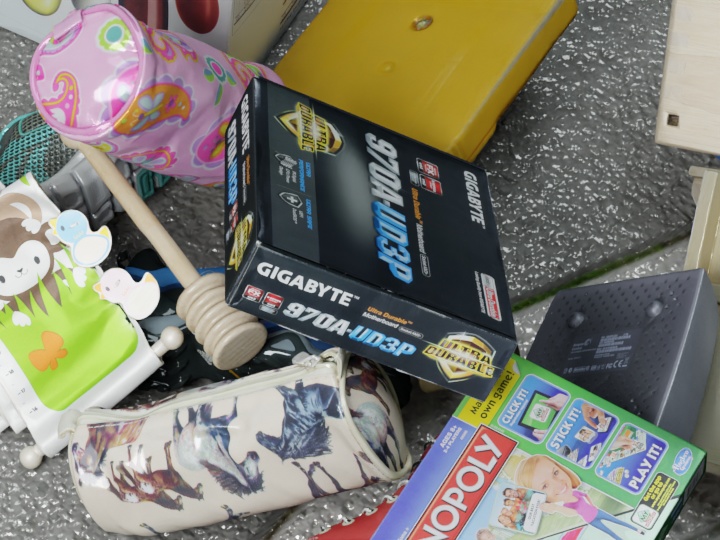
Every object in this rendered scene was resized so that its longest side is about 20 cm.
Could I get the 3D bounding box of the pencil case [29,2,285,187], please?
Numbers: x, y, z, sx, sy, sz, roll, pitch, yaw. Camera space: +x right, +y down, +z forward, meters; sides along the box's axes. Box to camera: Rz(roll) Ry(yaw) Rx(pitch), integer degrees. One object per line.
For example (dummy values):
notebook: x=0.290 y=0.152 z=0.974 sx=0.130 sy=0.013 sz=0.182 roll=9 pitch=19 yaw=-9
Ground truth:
pencil case: x=-0.115 y=-0.103 z=1.605 sx=0.087 sy=0.200 sz=0.088 roll=-4 pitch=82 yaw=27

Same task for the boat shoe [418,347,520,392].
boat shoe: x=0.042 y=-0.008 z=1.662 sx=0.076 sy=0.072 sz=0.201 roll=-20 pitch=43 yaw=8

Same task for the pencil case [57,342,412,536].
pencil case: x=-0.073 y=0.095 z=1.511 sx=0.199 sy=0.090 sz=0.078 roll=-14 pitch=20 yaw=24

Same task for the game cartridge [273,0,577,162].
game cartridge: x=0.021 y=-0.119 z=1.721 sx=0.176 sy=0.033 sz=0.200 roll=9 pitch=49 yaw=36

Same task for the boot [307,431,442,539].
boot: x=0.004 y=0.147 z=1.515 sx=0.199 sy=0.073 sz=0.145 roll=4 pitch=61 yaw=14

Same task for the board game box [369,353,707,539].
board game box: x=0.082 y=0.151 z=1.448 sx=0.134 sy=0.029 sz=0.200 roll=27 pitch=64 yaw=17

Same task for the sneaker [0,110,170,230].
sneaker: x=-0.205 y=-0.051 z=1.675 sx=0.091 sy=0.078 sz=0.200 roll=28 pitch=51 yaw=34

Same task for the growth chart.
growth chart: x=-0.211 y=0.015 z=1.582 sx=0.200 sy=0.018 sz=0.145 roll=43 pitch=101 yaw=8

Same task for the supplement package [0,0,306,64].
supplement package: x=-0.134 y=-0.240 z=1.731 sx=0.190 sy=0.200 sz=0.147 roll=23 pitch=55 yaw=12

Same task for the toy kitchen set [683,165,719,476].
toy kitchen set: x=0.261 y=0.034 z=1.666 sx=0.199 sy=0.181 sz=0.163 roll=10 pitch=3 yaw=-39

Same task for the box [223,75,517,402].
box: x=0.002 y=-0.021 z=1.517 sx=0.158 sy=0.046 sz=0.200 roll=22 pitch=28 yaw=-15

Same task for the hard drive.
hard drive: x=0.136 y=0.096 z=1.559 sx=0.042 sy=0.135 sz=0.201 roll=40 pitch=59 yaw=-30

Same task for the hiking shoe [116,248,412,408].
hiking shoe: x=-0.062 y=0.035 z=1.613 sx=0.199 sy=0.075 sz=0.087 roll=14 pitch=54 yaw=4

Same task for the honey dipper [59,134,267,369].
honey dipper: x=-0.122 y=-0.025 z=1.588 sx=0.038 sy=0.038 sz=0.200 roll=-25 pitch=61 yaw=-23

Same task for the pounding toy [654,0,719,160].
pounding toy: x=0.310 y=-0.102 z=1.701 sx=0.183 sy=0.143 sz=0.200 roll=12 pitch=13 yaw=26
